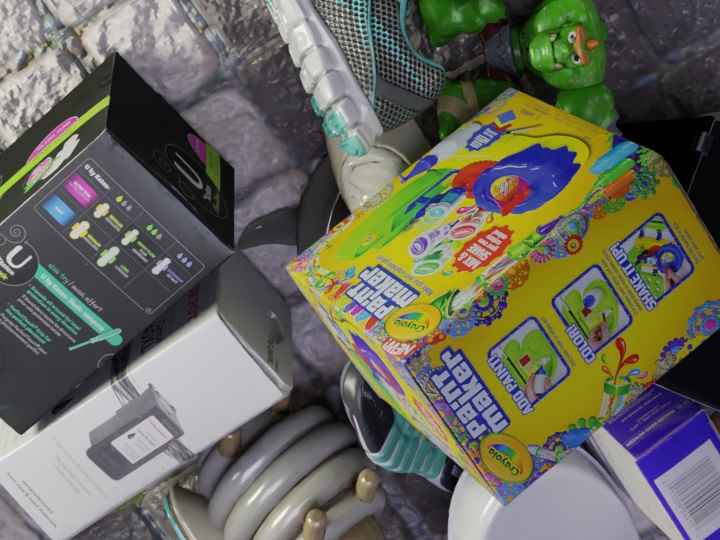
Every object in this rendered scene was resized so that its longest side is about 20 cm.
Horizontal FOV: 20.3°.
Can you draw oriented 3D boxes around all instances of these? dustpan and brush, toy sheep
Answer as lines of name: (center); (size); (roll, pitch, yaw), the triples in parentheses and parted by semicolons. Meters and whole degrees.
dustpan and brush: (0.111, 0.146, 1.434); (0.139, 0.057, 0.200); (-26, 123, -8)
toy sheep: (-0.053, 0.152, 1.453); (0.138, 0.138, 0.200); (-47, 71, 17)

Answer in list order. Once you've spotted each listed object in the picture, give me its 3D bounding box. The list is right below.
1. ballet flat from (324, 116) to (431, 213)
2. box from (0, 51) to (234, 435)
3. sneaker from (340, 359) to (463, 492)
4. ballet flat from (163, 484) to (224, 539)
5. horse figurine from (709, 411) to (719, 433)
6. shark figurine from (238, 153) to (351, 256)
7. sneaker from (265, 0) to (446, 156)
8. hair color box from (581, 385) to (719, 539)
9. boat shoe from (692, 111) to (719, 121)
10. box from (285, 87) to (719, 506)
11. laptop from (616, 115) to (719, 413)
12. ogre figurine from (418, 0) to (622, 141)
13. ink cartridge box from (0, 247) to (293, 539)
ballet flat: (0.029, -0.030, 1.349); (0.069, 0.069, 0.200); (-25, 106, 7)
box: (-0.195, -0.020, 1.348); (0.200, 0.149, 0.124); (-40, 112, 14)
sneaker: (0.013, 0.103, 1.419); (0.075, 0.087, 0.200); (-63, 148, -13)
ballet flat: (-0.085, 0.230, 1.533); (0.069, 0.070, 0.200); (-20, 123, 5)
horse figurine: (0.300, 0.107, 1.480); (0.200, 0.050, 0.132); (-41, 156, 16)
shark figurine: (-0.005, 0.020, 1.422); (0.128, 0.090, 0.215); (-23, 114, 8)
sneaker: (-0.011, -0.177, 1.308); (0.091, 0.078, 0.200); (-24, 87, -10)
hair color box: (0.200, 0.116, 1.421); (0.065, 0.200, 0.109); (-36, 115, -5)
boat shoe: (0.206, -0.042, 1.428); (0.201, 0.070, 0.072); (-29, 139, 5)
box: (0.091, 0.010, 1.227); (0.193, 0.200, 0.122); (-39, 116, -8)
laptop: (0.219, 0.006, 1.348); (0.116, 0.200, 0.188); (35, 69, -33)
ogre figurine: (0.105, -0.150, 1.344); (0.120, 0.098, 0.200); (-10, 82, 9)
ink cartridge box: (-0.151, 0.077, 1.402); (0.200, 0.145, 0.083); (-34, 112, 12)
